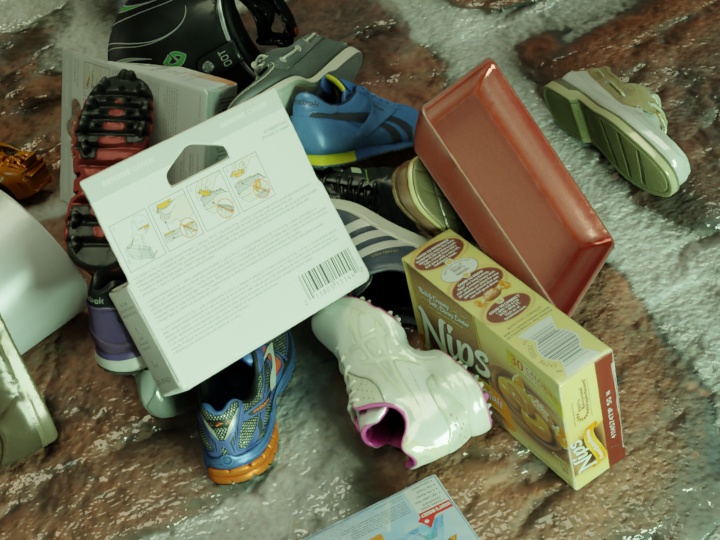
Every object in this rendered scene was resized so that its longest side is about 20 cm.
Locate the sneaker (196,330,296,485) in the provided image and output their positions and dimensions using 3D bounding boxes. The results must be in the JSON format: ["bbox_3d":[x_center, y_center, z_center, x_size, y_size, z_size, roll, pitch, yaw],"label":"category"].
[{"bbox_3d":[-0.097,0.079,1.245,0.075,0.079,0.201,-9,40,6],"label":"sneaker"}]

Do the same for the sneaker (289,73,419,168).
[{"bbox_3d":[0.002,-0.150,1.430,0.066,0.079,0.200,7,16,33],"label":"sneaker"}]

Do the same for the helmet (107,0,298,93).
[{"bbox_3d":[-0.161,-0.215,1.521,0.190,0.200,0.201,-20,33,33],"label":"helmet"}]

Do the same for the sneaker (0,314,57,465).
[{"bbox_3d":[-0.324,0.069,1.245,0.075,0.201,0.070,-28,9,-15],"label":"sneaker"}]

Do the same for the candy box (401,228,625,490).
[{"bbox_3d":[0.116,0.065,1.164,0.055,0.116,0.200,-30,42,-19],"label":"candy box"}]

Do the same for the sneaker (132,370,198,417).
[{"bbox_3d":[-0.185,0.065,1.306,0.080,0.071,0.201,-22,33,6],"label":"sneaker"}]

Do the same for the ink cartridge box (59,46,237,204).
[{"bbox_3d":[-0.206,-0.118,1.444,0.199,0.163,0.050,21,26,36],"label":"ink cartridge box"}]

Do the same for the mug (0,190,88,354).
[{"bbox_3d":[-0.354,0.027,1.358,0.153,0.150,0.186,-47,22,-21],"label":"mug"}]

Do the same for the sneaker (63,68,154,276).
[{"bbox_3d":[-0.225,-0.080,1.367,0.070,0.098,0.202,4,69,-1],"label":"sneaker"}]

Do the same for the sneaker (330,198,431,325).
[{"bbox_3d":[0.000,0.000,1.308,0.199,0.075,0.084,19,46,33],"label":"sneaker"}]

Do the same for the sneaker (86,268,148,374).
[{"bbox_3d":[-0.134,0.004,1.230,0.075,0.088,0.199,19,38,40],"label":"sneaker"}]

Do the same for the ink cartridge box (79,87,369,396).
[{"bbox_3d":[-0.110,-0.025,1.191,0.199,0.177,0.045,-30,7,-33],"label":"ink cartridge box"}]

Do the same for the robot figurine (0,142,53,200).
[{"bbox_3d":[-0.426,-0.092,1.560,0.199,0.058,0.145,10,45,26],"label":"robot figurine"}]

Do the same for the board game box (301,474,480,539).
[{"bbox_3d":[0.012,0.257,1.034,0.199,0.041,0.200,-24,40,-11],"label":"board game box"}]

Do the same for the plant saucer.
[{"bbox_3d":[0.123,-0.065,1.239,0.037,0.200,0.200,-32,5,29],"label":"plant saucer"}]

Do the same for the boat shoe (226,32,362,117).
[{"bbox_3d":[-0.074,-0.174,1.417,0.062,0.073,0.200,34,39,16],"label":"boat shoe"}]

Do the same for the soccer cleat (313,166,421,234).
[{"bbox_3d":[-0.022,-0.067,1.385,0.199,0.068,0.081,11,9,34],"label":"soccer cleat"}]

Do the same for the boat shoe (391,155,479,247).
[{"bbox_3d":[0.075,-0.051,1.281,0.067,0.200,0.073,-9,78,29],"label":"boat shoe"}]

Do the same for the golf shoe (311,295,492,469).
[{"bbox_3d":[0.013,0.086,1.209,0.091,0.076,0.200,-38,44,-21],"label":"golf shoe"}]

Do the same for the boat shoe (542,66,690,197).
[{"bbox_3d":[0.247,-0.139,1.392,0.068,0.075,0.200,-30,41,-9],"label":"boat shoe"}]
